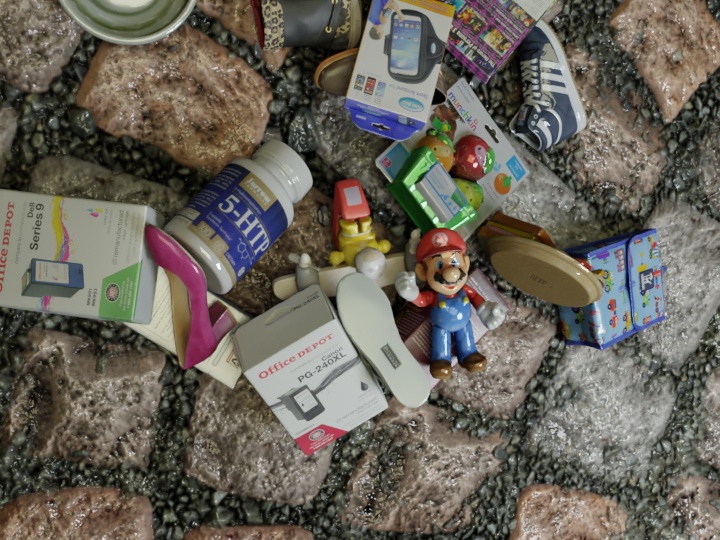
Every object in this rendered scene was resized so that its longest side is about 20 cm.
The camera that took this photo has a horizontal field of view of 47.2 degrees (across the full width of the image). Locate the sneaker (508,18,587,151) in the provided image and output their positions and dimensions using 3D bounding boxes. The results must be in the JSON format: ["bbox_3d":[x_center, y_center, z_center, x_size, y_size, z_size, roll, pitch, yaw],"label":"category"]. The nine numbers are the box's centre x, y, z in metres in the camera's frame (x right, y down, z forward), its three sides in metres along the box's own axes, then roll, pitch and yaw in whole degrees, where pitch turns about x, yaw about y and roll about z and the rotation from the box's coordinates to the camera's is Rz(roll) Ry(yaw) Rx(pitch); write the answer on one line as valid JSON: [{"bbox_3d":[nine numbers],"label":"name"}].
[{"bbox_3d":[0.263,-0.281,1.254,0.107,0.070,0.203,-33,106,-12],"label":"sneaker"}]

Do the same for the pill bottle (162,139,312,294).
[{"bbox_3d":[-0.160,-0.079,1.116,0.120,0.119,0.201,47,67,-15],"label":"pill bottle"}]

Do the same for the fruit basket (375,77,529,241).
[{"bbox_3d":[0.143,-0.153,1.221,0.199,0.094,0.186,-42,104,-12],"label":"fruit basket"}]

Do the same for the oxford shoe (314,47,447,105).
[{"bbox_3d":[0.033,-0.268,1.176,0.195,0.074,0.072,-3,134,-15],"label":"oxford shoe"}]

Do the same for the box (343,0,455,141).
[{"bbox_3d":[0.052,-0.285,1.138,0.116,0.042,0.204,15,76,-4],"label":"box"}]

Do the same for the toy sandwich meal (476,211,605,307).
[{"bbox_3d":[0.272,-0.018,1.220,0.203,0.204,0.071,32,75,-16],"label":"toy sandwich meal"}]

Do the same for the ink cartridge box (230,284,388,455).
[{"bbox_3d":[-0.068,0.140,1.142,0.143,0.084,0.202,-30,129,1],"label":"ink cartridge box"}]

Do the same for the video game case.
[{"bbox_3d":[0.169,-0.407,1.204,0.199,0.036,0.182,41,83,3],"label":"video game case"}]

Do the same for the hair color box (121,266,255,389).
[{"bbox_3d":[-0.238,0.068,1.149,0.198,0.061,0.100,34,86,-15],"label":"hair color box"}]

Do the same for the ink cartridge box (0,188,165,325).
[{"bbox_3d":[-0.365,-0.016,1.057,0.195,0.088,0.149,7,85,3],"label":"ink cartridge box"}]

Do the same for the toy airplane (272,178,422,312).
[{"bbox_3d":[0.000,0.000,1.168,0.198,0.141,0.202,37,85,-16],"label":"toy airplane"}]

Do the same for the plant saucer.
[{"bbox_3d":[-0.310,-0.399,1.089,0.195,0.050,0.205,-1,95,-16],"label":"plant saucer"}]

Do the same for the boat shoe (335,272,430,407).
[{"bbox_3d":[0.022,0.096,1.115,0.070,0.064,0.203,-30,97,-14],"label":"boat shoe"}]

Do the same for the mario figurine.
[{"bbox_3d":[0.120,0.044,1.109,0.122,0.105,0.205,-20,103,-44],"label":"mario figurine"}]

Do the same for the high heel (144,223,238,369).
[{"bbox_3d":[-0.240,0.036,1.058,0.096,0.067,0.202,-44,135,-18],"label":"high heel"}]

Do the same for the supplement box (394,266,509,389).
[{"bbox_3d":[0.110,0.088,1.224,0.200,0.110,0.086,-44,105,-7],"label":"supplement box"}]

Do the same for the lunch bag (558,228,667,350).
[{"bbox_3d":[0.417,0.024,1.330,0.196,0.094,0.154,-15,98,-26],"label":"lunch bag"}]

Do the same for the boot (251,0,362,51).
[{"bbox_3d":[-0.078,-0.404,1.145,0.147,0.073,0.205,-9,104,-17],"label":"boot"}]
